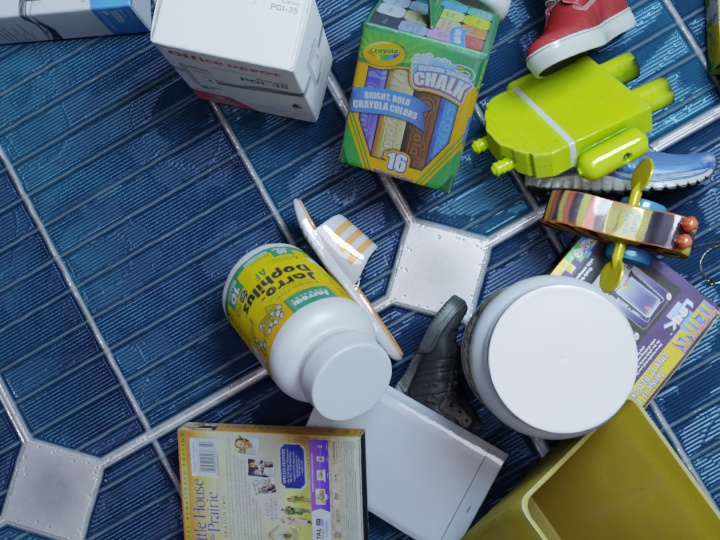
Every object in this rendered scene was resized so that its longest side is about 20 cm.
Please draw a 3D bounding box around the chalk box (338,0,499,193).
[{"bbox_3d":[0.065,-0.204,0.903,0.124,0.125,0.200,17,127,5],"label":"chalk box"}]

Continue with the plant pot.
[{"bbox_3d":[0.210,0.273,0.858,0.200,0.176,0.200,-30,82,-40],"label":"plant pot"}]

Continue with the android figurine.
[{"bbox_3d":[0.214,-0.158,0.927,0.200,0.041,0.182,-27,44,-5],"label":"android figurine"}]

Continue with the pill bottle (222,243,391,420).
[{"bbox_3d":[-0.054,0.061,0.893,0.113,0.200,0.113,-14,123,-24],"label":"pill bottle"}]

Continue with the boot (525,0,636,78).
[{"bbox_3d":[0.201,-0.286,0.916,0.072,0.200,0.144,-21,103,43],"label":"boot"}]

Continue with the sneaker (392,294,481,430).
[{"bbox_3d":[0.091,0.135,0.954,0.104,0.060,0.200,31,96,10],"label":"sneaker"}]

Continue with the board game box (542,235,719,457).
[{"bbox_3d":[0.253,0.067,0.952,0.165,0.057,0.200,40,89,4],"label":"board game box"}]

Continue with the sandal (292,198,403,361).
[{"bbox_3d":[0.000,0.000,0.967,0.059,0.079,0.207,-35,93,-1],"label":"sandal"}]

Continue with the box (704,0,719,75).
[{"bbox_3d":[0.439,-0.291,0.972,0.117,0.048,0.200,0,83,3],"label":"box"}]

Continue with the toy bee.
[{"bbox_3d":[0.284,-0.046,0.876,0.200,0.109,0.131,-4,86,4],"label":"toy bee"}]

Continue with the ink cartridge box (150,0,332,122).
[{"bbox_3d":[-0.116,-0.228,0.925,0.146,0.200,0.083,13,86,5],"label":"ink cartridge box"}]

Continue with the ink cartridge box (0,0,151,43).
[{"bbox_3d":[-0.346,-0.343,1.006,0.200,0.084,0.145,-4,86,3],"label":"ink cartridge box"}]

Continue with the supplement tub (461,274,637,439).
[{"bbox_3d":[0.170,0.078,0.827,0.145,0.200,0.145,0,86,3],"label":"supplement tub"}]

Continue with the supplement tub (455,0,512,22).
[{"bbox_3d":[0.126,-0.377,0.956,0.132,0.132,0.200,19,86,5],"label":"supplement tub"}]

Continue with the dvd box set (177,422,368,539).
[{"bbox_3d":[-0.092,0.236,0.944,0.200,0.029,0.146,-1,99,12],"label":"dvd box set"}]

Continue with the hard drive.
[{"bbox_3d":[0.036,0.196,0.934,0.200,0.027,0.132,29,110,14],"label":"hard drive"}]

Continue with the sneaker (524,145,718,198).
[{"bbox_3d":[0.278,-0.124,0.953,0.200,0.079,0.089,2,88,4],"label":"sneaker"}]
